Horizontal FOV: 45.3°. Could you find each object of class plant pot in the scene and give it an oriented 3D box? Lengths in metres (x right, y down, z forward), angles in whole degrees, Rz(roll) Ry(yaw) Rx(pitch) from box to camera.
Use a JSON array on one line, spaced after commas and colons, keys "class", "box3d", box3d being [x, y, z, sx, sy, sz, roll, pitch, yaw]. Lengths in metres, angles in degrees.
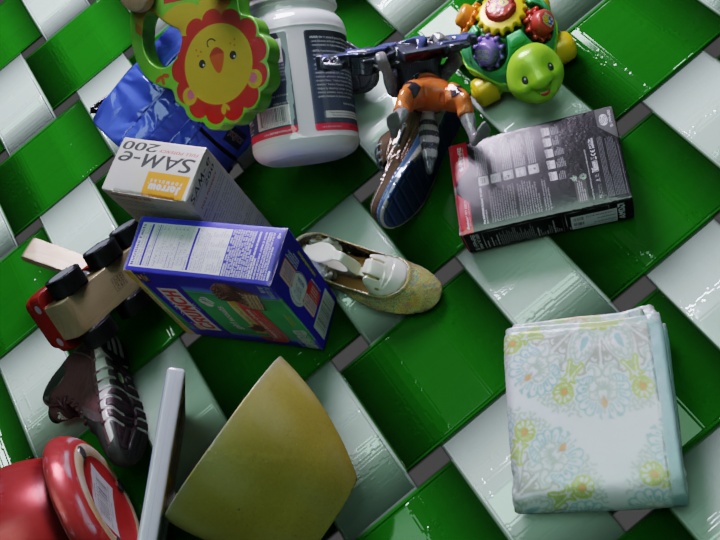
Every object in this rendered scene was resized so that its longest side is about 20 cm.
[{"class": "plant pot", "box3d": [-0.087, 0.215, 0.895, 0.141, 0.200, 0.202, 36, 80, 3]}, {"class": "plant pot", "box3d": [-0.346, 0.300, 0.938, 0.180, 0.202, 0.202, -29, 58, -5]}]

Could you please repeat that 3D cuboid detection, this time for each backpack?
[{"class": "backpack", "box3d": [-0.218, -0.215, 1.149, 0.167, 0.162, 0.201, 39, 92, 19]}]

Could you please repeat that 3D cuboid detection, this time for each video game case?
[{"class": "video game case", "box3d": [-0.215, 0.229, 0.933, 0.022, 0.183, 0.204, 8, 65, -7]}]

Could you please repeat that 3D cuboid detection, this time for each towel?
[{"class": "towel", "box3d": [0.234, 0.140, 0.875, 0.167, 0.048, 0.204, -9, 63, 20]}]

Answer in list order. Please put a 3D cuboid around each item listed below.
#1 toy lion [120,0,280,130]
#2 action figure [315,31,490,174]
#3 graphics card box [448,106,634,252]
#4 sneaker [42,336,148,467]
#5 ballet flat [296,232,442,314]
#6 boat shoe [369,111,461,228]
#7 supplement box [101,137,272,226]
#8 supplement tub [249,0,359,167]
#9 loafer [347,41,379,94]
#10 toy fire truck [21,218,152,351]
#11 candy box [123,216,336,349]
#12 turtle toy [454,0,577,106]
[{"class": "toy lion", "box3d": [-0.187, -0.265, 1.030, 0.196, 0.068, 0.197, -1, 96, 25]}, {"class": "action figure", "box3d": [0.049, -0.209, 1.015, 0.195, 0.106, 0.196, -6, 41, -2]}, {"class": "graphics card box", "box3d": [0.207, -0.105, 1.000, 0.196, 0.051, 0.128, -13, 61, 16]}, {"class": "sneaker", "box3d": [-0.334, 0.178, 1.068, 0.114, 0.076, 0.202, -33, 48, 9]}, {"class": "ballet flat", "box3d": [0.000, 0.000, 1.021, 0.197, 0.071, 0.072, 17, 72, 27]}, {"class": "boat shoe", "box3d": [0.058, -0.139, 1.069, 0.071, 0.073, 0.202, 17, 63, 32]}, {"class": "supplement box", "box3d": [-0.203, -0.073, 1.055, 0.124, 0.200, 0.075, 10, 68, 24]}, {"class": "supplement tub", "box3d": [-0.079, -0.241, 1.086, 0.137, 0.140, 0.205, -7, 90, 17]}, {"class": "loafer", "box3d": [-0.055, -0.287, 1.185, 0.197, 0.063, 0.074, 18, 105, 24]}, {"class": "toy fire truck", "box3d": [-0.370, 0.014, 1.116, 0.197, 0.130, 0.176, -15, 24, 40]}, {"class": "candy box", "box3d": [-0.149, 0.017, 1.010, 0.196, 0.170, 0.078, 6, 64, 24]}, {"class": "turtle toy", "box3d": [0.189, -0.277, 1.060, 0.144, 0.101, 0.203, -27, 59, 7]}]
